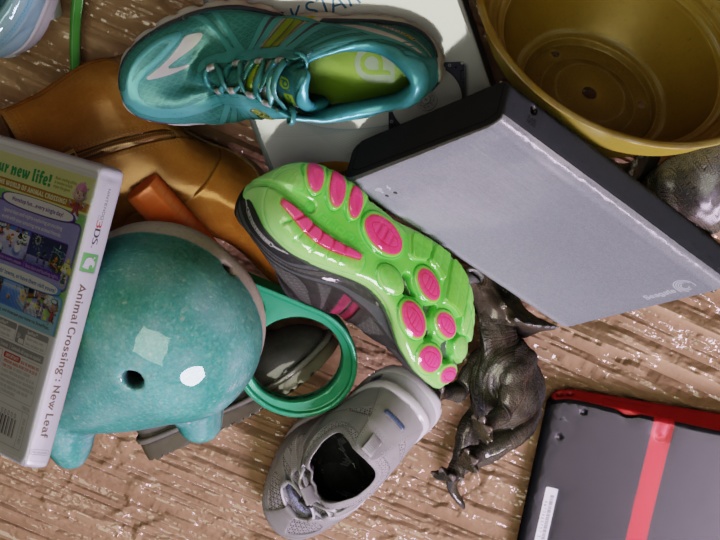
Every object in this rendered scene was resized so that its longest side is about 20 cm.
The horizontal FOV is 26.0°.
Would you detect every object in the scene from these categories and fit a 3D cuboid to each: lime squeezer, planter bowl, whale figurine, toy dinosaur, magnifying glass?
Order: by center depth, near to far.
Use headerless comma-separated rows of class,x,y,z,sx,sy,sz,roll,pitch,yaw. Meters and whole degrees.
planter bowl,0.155,-0.132,0.967,0.200,0.200,0.083,19,143,-3
whale figurine,-0.152,0.061,0.976,0.200,0.104,0.159,-37,107,24
toy dinosaur,0.235,-0.052,1.012,0.200,0.077,0.102,-15,122,13
lime squeezer,-0.155,-0.219,1.015,0.071,0.038,0.200,28,112,-39
magnifying glass,-0.078,0.018,1.018,0.080,0.022,0.200,-36,113,10
toy dinosaur,0.097,0.094,1.079,0.077,0.102,0.200,26,136,40

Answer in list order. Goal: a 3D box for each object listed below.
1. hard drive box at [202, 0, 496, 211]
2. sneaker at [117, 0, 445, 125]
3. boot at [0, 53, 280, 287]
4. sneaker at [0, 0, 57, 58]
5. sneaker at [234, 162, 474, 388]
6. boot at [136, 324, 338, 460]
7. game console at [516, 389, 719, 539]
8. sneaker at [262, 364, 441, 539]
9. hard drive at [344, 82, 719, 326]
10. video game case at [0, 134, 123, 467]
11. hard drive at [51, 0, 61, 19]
hard drive box,-0.003,-0.142,1.004,0.156,0.077,0.200,-19,107,10
sneaker,-0.050,-0.120,0.931,0.200,0.080,0.078,-4,110,6
boot,-0.138,-0.044,1.028,0.144,0.071,0.201,-30,96,-13
sneaker,-0.210,-0.219,0.955,0.074,0.082,0.200,17,110,7
sneaker,0.000,0.000,0.987,0.200,0.084,0.077,46,66,-29
boot,-0.137,0.018,1.083,0.182,0.073,0.200,-28,99,11
game console,0.206,0.190,1.139,0.177,0.031,0.200,11,110,5
sneaker,-0.026,0.136,1.076,0.075,0.082,0.200,43,136,5
hard drive,0.109,-0.034,0.955,0.200,0.033,0.140,32,149,-30
video game case,-0.237,0.006,0.972,0.200,0.022,0.182,17,93,41
hard drive,-0.273,-0.258,1.007,0.132,0.027,0.200,-3,110,5
